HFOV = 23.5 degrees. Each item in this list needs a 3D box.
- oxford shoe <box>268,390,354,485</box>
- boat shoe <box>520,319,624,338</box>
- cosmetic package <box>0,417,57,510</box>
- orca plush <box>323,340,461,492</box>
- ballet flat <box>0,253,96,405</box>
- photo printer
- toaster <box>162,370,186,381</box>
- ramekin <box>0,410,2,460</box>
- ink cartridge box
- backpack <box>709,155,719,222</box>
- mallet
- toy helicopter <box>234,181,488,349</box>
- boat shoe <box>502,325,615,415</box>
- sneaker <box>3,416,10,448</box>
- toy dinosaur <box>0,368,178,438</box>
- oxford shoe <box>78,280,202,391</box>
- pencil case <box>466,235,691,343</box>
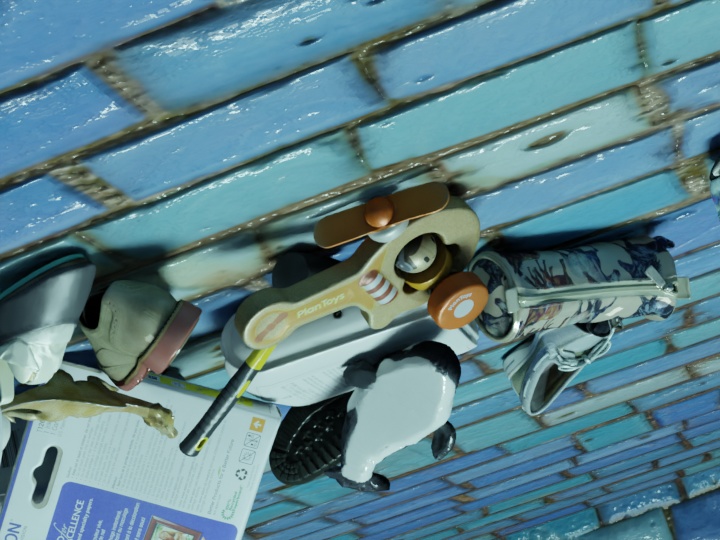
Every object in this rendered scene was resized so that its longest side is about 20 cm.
[{"bbox_3d":[0.002,0.121,1.551,0.200,0.073,0.084,-43,159,-1],"label":"oxford shoe"},{"bbox_3d":[0.212,0.030,1.592,0.199,0.067,0.070,-3,158,-39],"label":"boat shoe"},{"bbox_3d":[-0.321,0.183,1.531,0.107,0.085,0.200,-11,163,-16],"label":"cosmetic package"},{"bbox_3d":[0.040,0.112,1.429,0.071,0.105,0.200,-51,161,-42],"label":"orca plush"},{"bbox_3d":[-0.249,0.056,1.222,0.200,0.073,0.073,-28,160,31],"label":"ballet flat"},{"bbox_3d":[-0.013,0.053,1.441,0.199,0.070,0.166,-20,162,10],"label":"photo printer"},{"bbox_3d":[-0.210,0.181,1.555,0.113,0.130,0.200,-7,161,-27],"label":"toaster"},{"bbox_3d":[-0.326,0.107,1.101,0.200,0.201,0.098,-21,170,15],"label":"ramekin"},{"bbox_3d":[-0.189,0.182,1.437,0.199,0.198,0.047,17,-170,-11],"label":"ink cartridge box"},{"bbox_3d":[0.372,-0.065,1.343,0.199,0.127,0.167,-20,167,22],"label":"backpack"},{"bbox_3d":[-0.085,0.066,1.339,0.200,0.041,0.066,-49,147,11],"label":"mallet"},{"bbox_3d":[0.000,0.000,1.262,0.199,0.079,0.133,-23,143,-18],"label":"toy helicopter"},{"bbox_3d":[0.209,0.089,1.780,0.074,0.065,0.202,-9,161,-26],"label":"boat shoe"},{"bbox_3d":[-0.331,0.119,1.312,0.088,0.076,0.200,-13,167,36],"label":"sneaker"},{"bbox_3d":[-0.229,0.096,1.316,0.101,0.058,0.200,10,-178,45],"label":"toy dinosaur"},{"bbox_3d":[-0.173,0.038,1.281,0.075,0.071,0.200,35,159,-10],"label":"oxford shoe"},{"bbox_3d":[0.184,0.014,1.491,0.199,0.078,0.089,-6,178,-32],"label":"pencil case"}]
